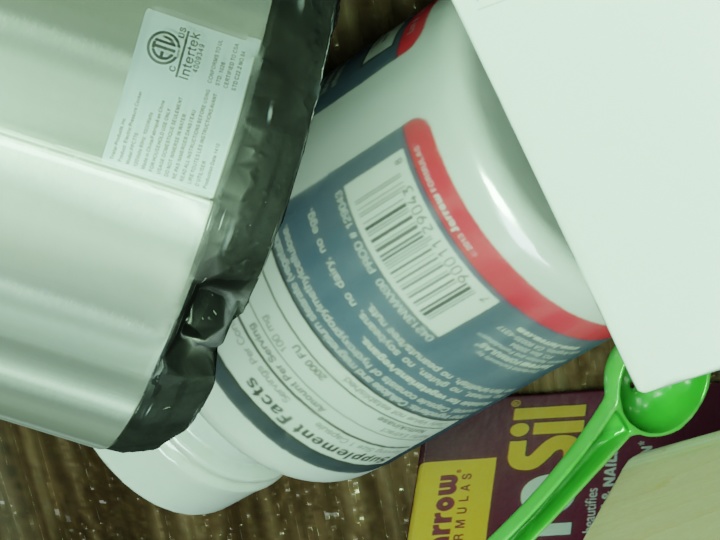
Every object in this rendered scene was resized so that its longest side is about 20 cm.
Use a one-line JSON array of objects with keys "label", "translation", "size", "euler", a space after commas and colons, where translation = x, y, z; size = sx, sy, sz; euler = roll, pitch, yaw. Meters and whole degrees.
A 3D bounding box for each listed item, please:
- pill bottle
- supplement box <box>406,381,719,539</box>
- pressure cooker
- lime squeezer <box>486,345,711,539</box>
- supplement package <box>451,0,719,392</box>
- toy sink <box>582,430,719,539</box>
[{"label": "pill bottle", "translation": [0.000, 0.000, 0.979], "size": [0.200, 0.120, 0.120], "euler": [-31, 122, 35]}, {"label": "supplement box", "translation": [0.121, 0.117, 1.065], "size": [0.199, 0.131, 0.103], "euler": [-5, 133, 14]}, {"label": "pressure cooker", "translation": [-0.121, -0.056, 0.841], "size": [0.199, 0.176, 0.179], "euler": [17, 132, -11]}, {"label": "lime squeezer", "translation": [0.115, 0.030, 0.923], "size": [0.199, 0.071, 0.038], "euler": [-26, 106, 11]}, {"label": "supplement package", "translation": [0.100, -0.088, 0.832], "size": [0.117, 0.117, 0.201], "euler": [-19, 107, 26]}, {"label": "toy sink", "translation": [0.163, 0.150, 0.911], "size": [0.130, 0.112, 0.201], "euler": [-17, 110, 31]}]
